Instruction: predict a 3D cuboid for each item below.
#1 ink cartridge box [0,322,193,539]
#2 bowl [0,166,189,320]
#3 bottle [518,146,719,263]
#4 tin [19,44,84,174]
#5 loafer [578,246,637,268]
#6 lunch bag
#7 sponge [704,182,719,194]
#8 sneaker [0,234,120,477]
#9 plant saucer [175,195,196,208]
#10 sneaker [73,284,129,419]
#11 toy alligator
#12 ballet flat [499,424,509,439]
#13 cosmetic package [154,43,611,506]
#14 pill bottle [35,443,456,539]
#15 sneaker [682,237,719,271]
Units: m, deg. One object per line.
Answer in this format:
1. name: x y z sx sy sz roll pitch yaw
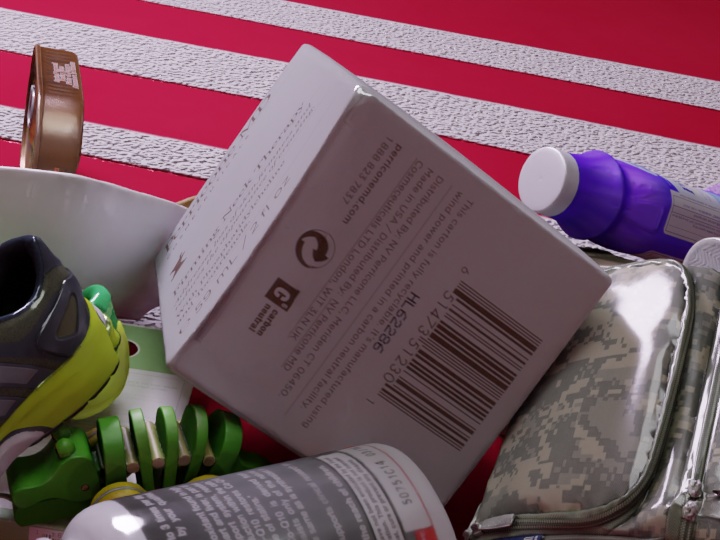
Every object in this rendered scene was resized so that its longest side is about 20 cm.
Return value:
1. ink cartridge box: -0.167 0.093 0.765 0.143 0.049 0.201 8 25 0
2. bowl: -0.211 -0.016 0.872 0.197 0.076 0.200 6 -3 18
3. bottle: 0.201 -0.045 1.039 0.198 0.066 0.083 14 7 -37
4. tin: -0.236 -0.098 1.068 0.041 0.113 0.201 10 25 -19
5. loafer: 0.165 0.021 0.992 0.075 0.069 0.199 5 7 -34
6. lunch bag: 0.153 0.097 0.712 0.165 0.140 0.201 7 48 21
7. sponge: 0.323 -0.036 1.198 0.198 0.030 0.111 -17 35 -41
8. sneaker: -0.192 0.062 0.626 0.073 0.082 0.201 6 43 33
9. plant saucer: -0.055 -0.004 1.012 0.197 0.036 0.201 6 25 -3
10. sneaker: -0.219 0.025 0.738 0.197 0.085 0.074 4 27 -6
11. toy alligator: -0.124 0.092 0.670 0.197 0.055 0.059 -2 29 -19
12. ballet flat: 0.118 0.082 0.858 0.071 0.073 0.199 -17 34 -42
13. cosmetic package: 0.000 0.000 0.768 0.165 0.168 0.200 34 6 -17
14. pill bottle: -0.064 0.148 0.605 0.198 0.115 0.114 -8 29 -30
15. sneaker: 0.301 0.042 0.871 0.115 0.074 0.199 -4 32 -45
